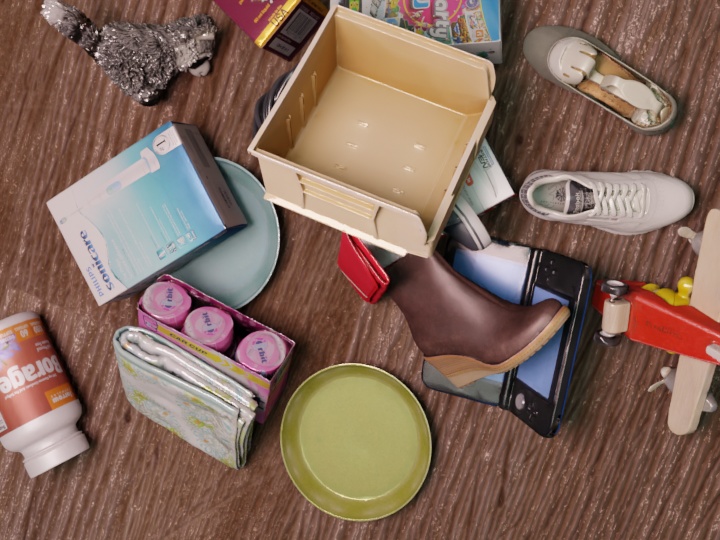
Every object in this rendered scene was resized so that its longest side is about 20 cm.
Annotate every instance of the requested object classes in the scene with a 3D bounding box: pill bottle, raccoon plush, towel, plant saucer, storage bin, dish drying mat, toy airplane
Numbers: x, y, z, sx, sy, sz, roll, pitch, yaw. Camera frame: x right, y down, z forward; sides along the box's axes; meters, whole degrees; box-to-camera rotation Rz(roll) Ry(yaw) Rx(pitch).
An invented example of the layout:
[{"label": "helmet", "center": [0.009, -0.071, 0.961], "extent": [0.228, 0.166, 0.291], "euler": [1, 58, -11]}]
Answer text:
[{"label": "pill bottle", "center": [-0.444, 0.167, 1.127], "extent": [0.111, 0.112, 0.202], "euler": [-27, 89, 13]}, {"label": "raccoon plush", "center": [-0.265, -0.292, 1.024], "extent": [0.134, 0.199, 0.097], "euler": [-43, 53, 11]}, {"label": "towel", "center": [-0.221, 0.164, 1.060], "extent": [0.198, 0.048, 0.172], "euler": [29, 145, 9]}, {"label": "plant saucer", "center": [-0.005, 0.217, 1.076], "extent": [0.196, 0.031, 0.204], "euler": [1, 95, 12]}, {"label": "storage bin", "center": [0.020, -0.142, 0.872], "extent": [0.196, 0.094, 0.202], "euler": [22, 66, 11]}, {"label": "plant saucer", "center": [-0.193, -0.045, 1.094], "extent": [0.196, 0.036, 0.204], "euler": [1, 95, 13]}, {"label": "dish drying mat", "center": [0.000, 0.000, 0.974], "extent": [0.018, 0.200, 0.077], "euler": [-36, 85, -7]}, {"label": "toy airplane", "center": [0.372, 0.059, 0.924], "extent": [0.200, 0.140, 0.201], "euler": [-43, 70, 45]}]

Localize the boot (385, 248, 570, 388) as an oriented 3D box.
[{"label": "boot", "center": [0.118, 0.034, 0.937], "extent": [0.167, 0.072, 0.199], "euler": [54, 135, 0]}]

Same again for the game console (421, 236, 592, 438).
[{"label": "game console", "center": [0.165, 0.071, 0.987], "extent": [0.116, 0.171, 0.204], "euler": [8, 97, -15]}]

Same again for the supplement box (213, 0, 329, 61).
[{"label": "supplement box", "center": [-0.145, -0.359, 1.019], "extent": [0.200, 0.110, 0.086], "euler": [45, 102, 6]}]

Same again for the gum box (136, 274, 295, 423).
[{"label": "gum box", "center": [-0.187, 0.096, 1.056], "extent": [0.198, 0.067, 0.114], "euler": [27, 144, 7]}]

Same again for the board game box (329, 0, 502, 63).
[{"label": "board game box", "center": [0.066, -0.315, 0.982], "extent": [0.196, 0.064, 0.150], "euler": [-2, 78, 11]}]

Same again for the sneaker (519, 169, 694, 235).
[{"label": "sneaker", "center": [0.282, -0.079, 0.964], "extent": [0.196, 0.080, 0.078], "euler": [1, 93, 11]}]

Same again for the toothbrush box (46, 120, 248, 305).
[{"label": "toothbrush box", "center": [-0.264, -0.070, 1.045], "extent": [0.198, 0.085, 0.148], "euler": [-30, 89, 13]}]

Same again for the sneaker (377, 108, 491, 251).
[{"label": "sneaker", "center": [0.062, -0.085, 0.947], "extent": [0.079, 0.078, 0.201], "euler": [-39, 71, 2]}]

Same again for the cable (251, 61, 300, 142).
[{"label": "cable", "center": [-0.038, -0.189, 1.046], "extent": [0.199, 0.051, 0.164], "euler": [-38, 79, 11]}]

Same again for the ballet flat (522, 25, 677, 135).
[{"label": "ballet flat", "center": [0.275, -0.224, 0.961], "extent": [0.199, 0.064, 0.068], "euler": [34, 101, 8]}]

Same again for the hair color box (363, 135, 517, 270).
[{"label": "hair color box", "center": [0.077, -0.090, 1.017], "extent": [0.198, 0.064, 0.112], "euler": [-29, 86, 14]}]
